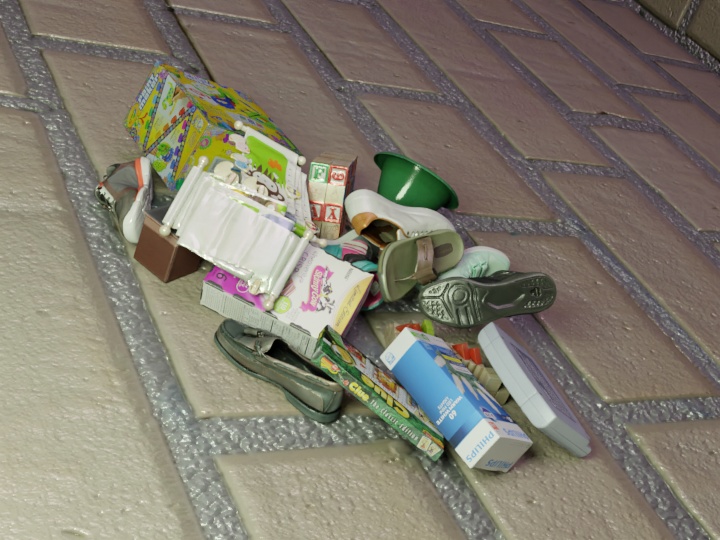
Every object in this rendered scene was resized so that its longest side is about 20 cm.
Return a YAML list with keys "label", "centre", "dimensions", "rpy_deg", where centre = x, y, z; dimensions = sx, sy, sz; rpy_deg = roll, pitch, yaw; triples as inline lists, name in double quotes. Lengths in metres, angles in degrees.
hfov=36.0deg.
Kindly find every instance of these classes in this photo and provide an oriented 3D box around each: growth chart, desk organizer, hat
- label: "growth chart"
  centre: [-0.162, -0.057, 1.470]
  dimensions: [0.199, 0.018, 0.145]
  rpy_deg: [33, 68, 6]
- label: "desk organizer"
  centre: [-0.225, -0.055, 1.581]
  dimensions: [0.072, 0.077, 0.200]
  rpy_deg: [35, 32, 20]
- label: "hat"
  centre: [0.054, -0.085, 1.859]
  dimensions: [0.165, 0.177, 0.200]
  rpy_deg: [24, -11, 24]
- label: "growth chart"
  centre: [-0.122, -0.126, 1.588]
  dimensions: [0.144, 0.018, 0.201]
  rpy_deg: [22, 38, -34]

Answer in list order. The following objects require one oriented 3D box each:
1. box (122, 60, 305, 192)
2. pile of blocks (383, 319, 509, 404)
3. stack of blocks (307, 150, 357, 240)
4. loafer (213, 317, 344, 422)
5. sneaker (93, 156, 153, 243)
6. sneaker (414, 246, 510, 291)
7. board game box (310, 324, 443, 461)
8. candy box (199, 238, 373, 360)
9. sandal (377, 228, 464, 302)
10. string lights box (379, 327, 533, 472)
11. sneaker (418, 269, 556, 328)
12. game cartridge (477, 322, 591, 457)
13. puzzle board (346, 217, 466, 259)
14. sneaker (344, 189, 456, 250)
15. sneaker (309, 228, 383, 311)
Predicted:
- label: "box"
  centre: [-0.229, -0.204, 1.729]
  dimensions: [0.199, 0.122, 0.193]
  rpy_deg: [14, 27, -46]
- label: "pile of blocks"
  centre: [0.129, 0.115, 1.571]
  dimensions: [0.199, 0.062, 0.082]
  rpy_deg: [27, 30, 6]
- label: "stack of blocks"
  centre: [-0.047, -0.121, 1.763]
  dimensions: [0.058, 0.116, 0.200]
  rpy_deg: [9, 12, 3]
- label: "loafer"
  centre: [-0.098, 0.112, 1.414]
  dimensions: [0.199, 0.063, 0.072]
  rpy_deg: [34, 33, 18]
- label: "sneaker"
  centre: [-0.342, -0.097, 1.594]
  dimensions: [0.081, 0.078, 0.200]
  rpy_deg: [-4, 29, -5]
- label: "sneaker"
  centre: [0.171, 0.024, 1.737]
  dimensions: [0.199, 0.074, 0.118]
  rpy_deg: [-4, 37, -30]
- label: "board game box"
  centre: [0.024, 0.152, 1.395]
  dimensions: [0.200, 0.023, 0.105]
  rpy_deg: [40, 16, -8]
- label: "candy box"
  centre: [-0.100, 0.025, 1.510]
  dimensions: [0.199, 0.061, 0.137]
  rpy_deg: [26, 54, 4]
- label: "sandal"
  centre: [0.094, -0.015, 1.621]
  dimensions: [0.057, 0.080, 0.200]
  rpy_deg: [2, 22, 44]
- label: "string lights box"
  centre: [0.123, 0.169, 1.443]
  dimensions: [0.200, 0.059, 0.103]
  rpy_deg: [49, 16, 32]
- label: "sneaker"
  centre: [0.178, 0.042, 1.634]
  dimensions: [0.198, 0.077, 0.114]
  rpy_deg: [-9, -2, -7]
- label: "game cartridge"
  centre: [0.237, 0.162, 1.541]
  dimensions: [0.133, 0.041, 0.200]
  rpy_deg: [42, 12, -41]
- label: "puzzle board"
  centre: [0.090, -0.039, 1.829]
  dimensions: [0.199, 0.017, 0.151]
  rpy_deg: [3, 29, -33]
- label: "sneaker"
  centre: [0.065, -0.052, 1.679]
  dimensions: [0.199, 0.073, 0.085]
  rpy_deg: [15, 43, -30]
- label: "sneaker"
  centre: [0.000, 0.000, 1.647]
  dimensions: [0.121, 0.084, 0.200]
  rpy_deg: [41, 28, 20]
